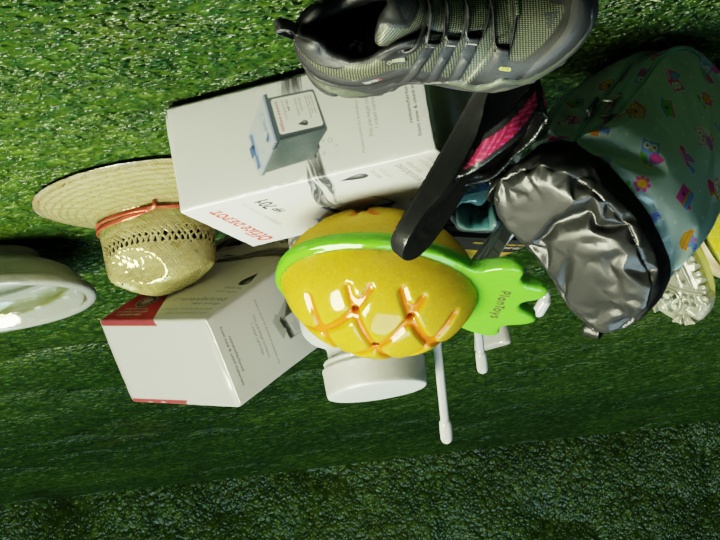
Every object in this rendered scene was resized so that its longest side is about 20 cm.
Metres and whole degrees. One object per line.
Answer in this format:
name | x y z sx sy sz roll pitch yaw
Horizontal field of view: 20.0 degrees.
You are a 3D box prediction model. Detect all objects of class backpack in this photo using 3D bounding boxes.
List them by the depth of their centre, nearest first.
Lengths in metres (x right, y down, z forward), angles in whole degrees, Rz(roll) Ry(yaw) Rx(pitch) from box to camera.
backpack | 0.199 -0.072 1.496 0.126 0.167 0.200 -15 -153 43

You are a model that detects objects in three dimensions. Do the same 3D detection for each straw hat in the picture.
straw hat | -0.165 -0.026 1.672 0.200 0.086 0.201 -9 168 -2

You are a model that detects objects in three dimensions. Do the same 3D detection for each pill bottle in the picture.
pill bottle | 0.000 0.000 1.638 0.110 0.201 0.111 -8 167 -2

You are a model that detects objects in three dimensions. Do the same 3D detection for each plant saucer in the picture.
plant saucer | -0.336 0.014 1.816 0.199 0.051 0.200 -8 167 -2

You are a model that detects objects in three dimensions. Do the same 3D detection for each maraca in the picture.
maraca | 0.036 0.012 1.501 0.198 0.108 0.137 7 155 -4

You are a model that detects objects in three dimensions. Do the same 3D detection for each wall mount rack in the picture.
wall mount rack | 0.105 0.037 1.664 0.174 0.074 0.200 -53 -179 33

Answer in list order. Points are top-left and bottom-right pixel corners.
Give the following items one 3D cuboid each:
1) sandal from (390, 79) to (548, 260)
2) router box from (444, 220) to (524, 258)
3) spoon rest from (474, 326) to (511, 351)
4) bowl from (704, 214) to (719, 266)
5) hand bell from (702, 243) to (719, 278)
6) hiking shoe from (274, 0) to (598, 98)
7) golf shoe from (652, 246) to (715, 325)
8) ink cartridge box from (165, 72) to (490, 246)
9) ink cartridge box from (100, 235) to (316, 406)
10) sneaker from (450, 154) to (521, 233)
sandal | 0.091 -0.087 1.405 0.045 0.201 0.075 33 -173 21
router box | 0.040 -0.033 1.867 0.199 0.053 0.157 2 164 -42
spoon rest | 0.073 0.018 1.898 0.099 0.061 0.200 -16 153 28
bowl | 0.318 -0.093 1.612 0.107 0.201 0.200 32 -177 22
hand bell | 0.374 -0.080 1.867 0.103 0.105 0.200 -5 156 -16
hiking shoe | 0.049 -0.151 1.279 0.199 0.076 0.101 -11 171 14
golf shoe | 0.242 -0.049 1.642 0.097 0.201 0.078 -12 151 -37
ink cartridge box | -0.022 -0.089 1.494 0.199 0.086 0.146 -14 167 17
ink cartridge box | -0.096 0.030 1.729 0.146 0.083 0.200 -2 -154 45
sneaker | 0.090 -0.067 1.664 0.077 0.087 0.200 -12 168 13
